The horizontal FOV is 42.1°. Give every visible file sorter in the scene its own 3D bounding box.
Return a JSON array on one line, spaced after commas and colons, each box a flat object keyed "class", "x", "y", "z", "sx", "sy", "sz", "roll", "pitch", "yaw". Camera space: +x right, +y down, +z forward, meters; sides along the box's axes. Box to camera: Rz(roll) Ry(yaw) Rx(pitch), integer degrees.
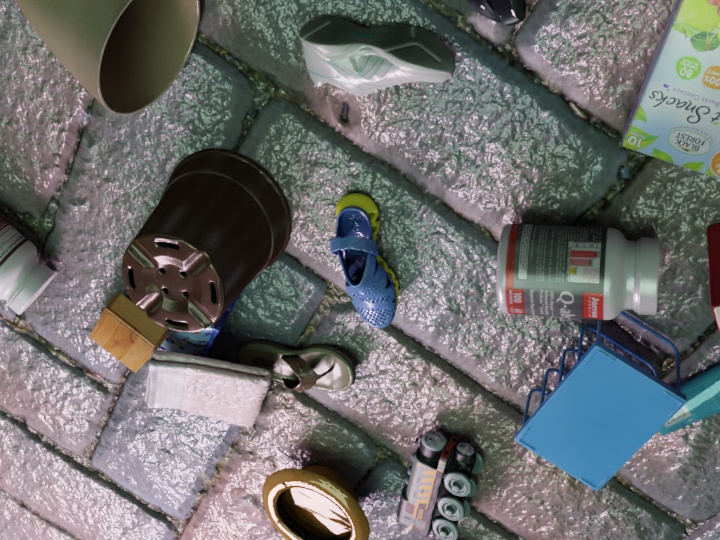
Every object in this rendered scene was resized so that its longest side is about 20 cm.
[{"class": "file sorter", "x": 0.325, "y": 0.167, "z": 1.275, "sx": 0.137, "sy": 0.123, "sz": 0.201, "roll": 30, "pitch": 126, "yaw": -2}]

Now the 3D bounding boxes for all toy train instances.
[{"class": "toy train", "x": 0.124, "y": 0.344, "z": 1.485, "sx": 0.112, "sy": 0.085, "sz": 0.203, "roll": 21, "pitch": 126, "yaw": 17}]

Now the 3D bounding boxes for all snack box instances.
[{"class": "snack box", "x": 0.397, "y": -0.215, "z": 1.051, "sx": 0.140, "sy": 0.053, "sz": 0.203, "roll": 20, "pitch": 126, "yaw": 7}]

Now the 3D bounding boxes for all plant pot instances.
[{"class": "plant pot", "x": -0.220, "y": -0.033, "z": 1.289, "sx": 0.196, "sy": 0.199, "sz": 0.204, "roll": 9, "pitch": 124, "yaw": 14}, {"class": "plant pot", "x": -0.334, "y": -0.329, "z": 1.169, "sx": 0.198, "sy": 0.187, "sz": 0.189, "roll": 34, "pitch": 127, "yaw": 13}]

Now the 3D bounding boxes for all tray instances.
[{"class": "tray", "x": -0.366, "y": 0.101, "z": 1.468, "sx": 0.098, "sy": 0.037, "sz": 0.200, "roll": 39, "pitch": 152, "yaw": -8}]

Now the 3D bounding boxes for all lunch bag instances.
[{"class": "lunch bag", "x": -0.292, "y": 0.076, "z": 1.459, "sx": 0.149, "sy": 0.095, "sz": 0.201, "roll": 31, "pitch": 137, "yaw": -4}]

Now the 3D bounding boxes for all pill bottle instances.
[{"class": "pill bottle", "x": -0.586, "y": -0.028, "z": 1.469, "sx": 0.200, "sy": 0.114, "sz": 0.113, "roll": 42, "pitch": 125, "yaw": -10}, {"class": "pill bottle", "x": 0.277, "y": 0.002, "z": 1.191, "sx": 0.196, "sy": 0.116, "sz": 0.118, "roll": 3, "pitch": 122, "yaw": 17}]

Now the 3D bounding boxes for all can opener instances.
[{"class": "can opener", "x": 0.138, "y": -0.373, "z": 1.040, "sx": 0.078, "sy": 0.063, "sz": 0.204, "roll": -1, "pitch": 114, "yaw": 51}]

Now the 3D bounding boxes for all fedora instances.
[{"class": "fedora", "x": -0.067, "y": 0.392, "z": 1.576, "sx": 0.197, "sy": 0.082, "sz": 0.204, "roll": 12, "pitch": 123, "yaw": 18}]

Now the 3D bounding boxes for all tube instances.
[{"class": "tube", "x": 0.485, "y": 0.160, "z": 1.266, "sx": 0.198, "sy": 0.051, "sz": 0.078, "roll": -32, "pitch": 111, "yaw": 27}]

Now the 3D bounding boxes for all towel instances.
[{"class": "towel", "x": -0.243, "y": 0.188, "z": 1.467, "sx": 0.187, "sy": 0.033, "sz": 0.201, "roll": 11, "pitch": 151, "yaw": -9}]

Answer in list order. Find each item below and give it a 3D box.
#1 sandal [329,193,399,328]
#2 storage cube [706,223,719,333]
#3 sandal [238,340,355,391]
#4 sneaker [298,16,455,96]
[{"class": "sandal", "x": 0.000, "y": 0.000, "z": 1.304, "sx": 0.078, "sy": 0.088, "sz": 0.203, "roll": -8, "pitch": 120, "yaw": 21}, {"class": "storage cube", "x": 0.515, "y": 0.044, "z": 1.098, "sx": 0.196, "sy": 0.181, "sz": 0.173, "roll": -12, "pitch": 117, "yaw": 26}, {"class": "sandal", "x": -0.101, "y": 0.159, "z": 1.455, "sx": 0.196, "sy": 0.058, "sz": 0.081, "roll": 4, "pitch": 123, "yaw": 17}, {"class": "sneaker", "x": 0.022, "y": -0.257, "z": 1.153, "sx": 0.196, "sy": 0.071, "sz": 0.081, "roll": 13, "pitch": 140, "yaw": 14}]
